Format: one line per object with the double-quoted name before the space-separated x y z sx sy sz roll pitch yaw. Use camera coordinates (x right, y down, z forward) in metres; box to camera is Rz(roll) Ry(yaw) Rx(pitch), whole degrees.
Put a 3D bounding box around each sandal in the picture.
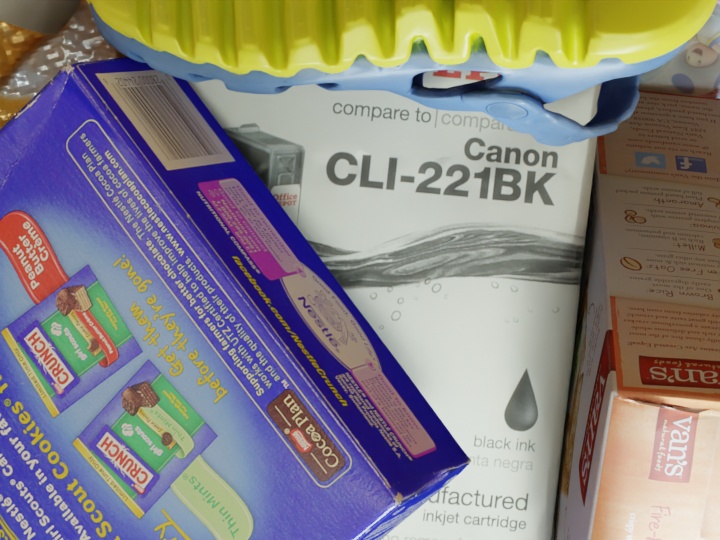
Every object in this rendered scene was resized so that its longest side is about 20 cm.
"sandal" 0.012 -0.076 0.893 0.199 0.080 0.087 8 156 12

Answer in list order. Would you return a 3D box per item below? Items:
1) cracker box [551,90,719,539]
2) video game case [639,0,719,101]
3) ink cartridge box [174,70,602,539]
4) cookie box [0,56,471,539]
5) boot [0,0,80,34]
"cracker box" 0.097 0.043 0.978 0.057 0.200 0.134 5 121 -2
"video game case" 0.161 -0.100 1.024 0.143 0.018 0.200 22 121 -22
"ink cartridge box" 0.000 0.000 0.983 0.144 0.084 0.201 5 98 -5
"cookie box" -0.096 0.059 0.915 0.200 0.075 0.171 -41 80 20
"boot" -0.148 -0.156 0.917 0.200 0.073 0.090 32 98 -38
